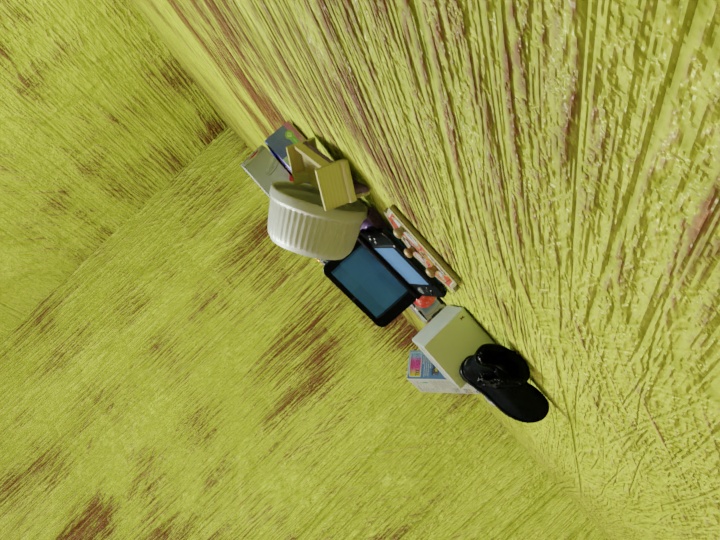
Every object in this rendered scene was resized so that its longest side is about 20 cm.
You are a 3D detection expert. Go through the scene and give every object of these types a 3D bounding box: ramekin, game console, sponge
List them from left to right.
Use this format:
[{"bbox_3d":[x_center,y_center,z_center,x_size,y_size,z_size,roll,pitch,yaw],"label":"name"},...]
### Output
[{"bbox_3d":[-0.091,-0.097,1.569,0.197,0.107,0.200,14,-164,-4],"label":"ramekin"},{"bbox_3d":[0.040,-0.055,1.692,0.111,0.030,0.201,5,142,50],"label":"sponge"},{"bbox_3d":[0.049,0.022,1.632,0.200,0.119,0.170,43,164,-20],"label":"game console"}]

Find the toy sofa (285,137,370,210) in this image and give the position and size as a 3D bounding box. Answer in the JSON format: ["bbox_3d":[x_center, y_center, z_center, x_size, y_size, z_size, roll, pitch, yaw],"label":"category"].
[{"bbox_3d":[-0.063,-0.191,1.502,0.200,0.096,0.084,-136,29,-60],"label":"toy sofa"}]

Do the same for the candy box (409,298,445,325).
[{"bbox_3d":[0.130,0.056,1.917,0.200,0.061,0.137,47,177,26],"label":"candy box"}]

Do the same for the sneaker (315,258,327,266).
[{"bbox_3d":[-0.079,-0.047,1.841,0.201,0.076,0.079,71,-159,-55],"label":"sneaker"}]

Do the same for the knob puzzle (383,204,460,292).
[{"bbox_3d":[0.103,-0.031,1.446,0.220,0.030,0.220,48,178,3],"label":"knob puzzle"}]

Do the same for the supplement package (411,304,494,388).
[{"bbox_3d":[0.196,0.155,1.665,0.117,0.117,0.200,48,177,-1],"label":"supplement package"}]

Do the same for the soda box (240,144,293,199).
[{"bbox_3d":[-0.171,-0.178,1.743,0.200,0.068,0.063,49,177,-20],"label":"soda box"}]

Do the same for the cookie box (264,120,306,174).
[{"bbox_3d":[-0.121,-0.227,1.783,0.171,0.075,0.200,48,178,6],"label":"cookie box"}]

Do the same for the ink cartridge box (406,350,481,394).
[{"bbox_3d":[0.224,0.243,1.887,0.197,0.078,0.137,0,159,21],"label":"ink cartridge box"}]

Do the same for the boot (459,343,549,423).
[{"bbox_3d":[0.283,0.213,1.477,0.199,0.077,0.168,33,166,2],"label":"boot"}]

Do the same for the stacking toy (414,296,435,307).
[{"bbox_3d":[0.091,0.015,1.816,0.200,0.085,0.085,43,175,28],"label":"stacking toy"}]

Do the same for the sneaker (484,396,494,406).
[{"bbox_3d":[0.291,0.248,1.760,0.121,0.084,0.200,43,170,-9],"label":"sneaker"}]
